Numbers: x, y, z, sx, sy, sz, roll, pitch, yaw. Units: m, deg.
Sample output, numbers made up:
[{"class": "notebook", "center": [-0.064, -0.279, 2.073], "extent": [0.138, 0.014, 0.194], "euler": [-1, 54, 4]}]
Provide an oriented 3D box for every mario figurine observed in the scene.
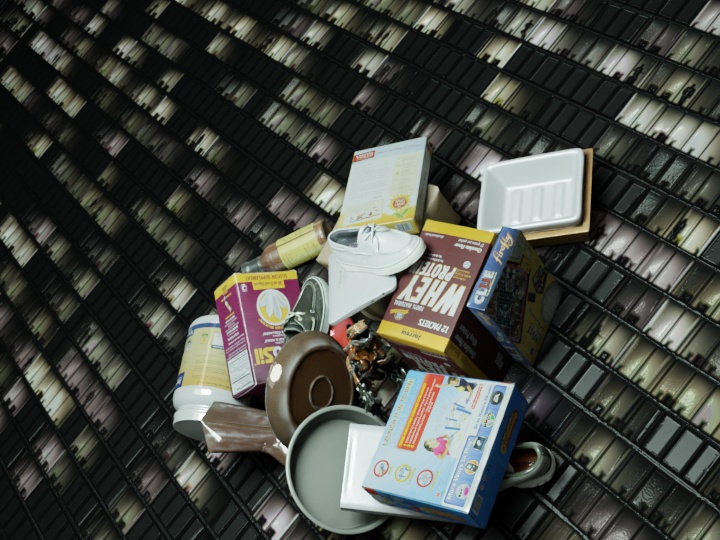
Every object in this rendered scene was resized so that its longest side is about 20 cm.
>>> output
[{"class": "mario figurine", "center": [-0.061, 0.109, 1.687], "extent": [0.199, 0.104, 0.126], "euler": [32, 118, 52]}]

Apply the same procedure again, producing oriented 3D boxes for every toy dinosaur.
[{"class": "toy dinosaur", "center": [0.021, 0.156, 1.506], "extent": [0.102, 0.200, 0.136], "euler": [-41, 63, 2]}]

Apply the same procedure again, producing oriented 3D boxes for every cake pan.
[{"class": "cake pan", "center": [-0.025, 0.317, 1.468], "extent": [0.196, 0.037, 0.204], "euler": [7, 64, -14]}]

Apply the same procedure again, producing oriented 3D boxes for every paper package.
[{"class": "paper package", "center": [0.050, -0.057, 1.641], "extent": [0.189, 0.103, 0.202], "euler": [19, 75, 40]}]

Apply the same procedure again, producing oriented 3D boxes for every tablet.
[{"class": "tablet", "center": [0.000, 0.000, 1.518], "extent": [0.129, 0.014, 0.201], "euler": [-30, 31, 17]}]

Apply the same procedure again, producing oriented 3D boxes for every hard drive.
[{"class": "hard drive", "center": [0.074, 0.312, 1.429], "extent": [0.196, 0.027, 0.134], "euler": [4, 62, 6]}]

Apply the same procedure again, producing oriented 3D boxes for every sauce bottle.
[{"class": "sauce bottle", "center": [-0.144, -0.035, 1.821], "extent": [0.197, 0.066, 0.067], "euler": [-23, 52, 21]}]

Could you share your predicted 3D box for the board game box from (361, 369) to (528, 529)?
[{"class": "board game box", "center": [0.123, 0.256, 1.357], "extent": [0.193, 0.056, 0.202], "euler": [2, 57, 41]}]

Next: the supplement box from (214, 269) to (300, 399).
[{"class": "supplement box", "center": [-0.170, 0.112, 1.645], "extent": [0.103, 0.129, 0.204], "euler": [-33, 66, 52]}]

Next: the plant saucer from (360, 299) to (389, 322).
[{"class": "plant saucer", "center": [0.073, 0.006, 1.674], "extent": [0.197, 0.029, 0.203], "euler": [-18, 54, 25]}]

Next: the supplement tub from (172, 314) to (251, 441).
[{"class": "supplement tub", "center": [-0.265, 0.201, 1.702], "extent": [0.142, 0.144, 0.204], "euler": [-9, 58, 29]}]

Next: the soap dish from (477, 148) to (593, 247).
[{"class": "soap dish", "center": [0.298, -0.113, 1.560], "extent": [0.197, 0.081, 0.160], "euler": [-7, 59, 30]}]

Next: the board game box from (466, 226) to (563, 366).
[{"class": "board game box", "center": [0.242, 0.043, 1.421], "extent": [0.034, 0.200, 0.137], "euler": [14, 70, 38]}]

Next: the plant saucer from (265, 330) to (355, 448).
[{"class": "plant saucer", "center": [-0.073, 0.202, 1.533], "extent": [0.032, 0.200, 0.203], "euler": [0, 62, 44]}]

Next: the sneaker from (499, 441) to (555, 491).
[{"class": "sneaker", "center": [0.187, 0.297, 1.361], "extent": [0.197, 0.080, 0.075], "euler": [-23, 58, 7]}]

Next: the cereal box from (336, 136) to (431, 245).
[{"class": "cereal box", "center": [0.044, -0.138, 1.587], "extent": [0.141, 0.040, 0.202], "euler": [-9, 46, 23]}]

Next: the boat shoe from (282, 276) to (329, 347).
[{"class": "boat shoe", "center": [-0.096, 0.099, 1.581], "extent": [0.070, 0.063, 0.204], "euler": [-15, 59, 38]}]

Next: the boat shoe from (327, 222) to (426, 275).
[{"class": "boat shoe", "center": [0.021, -0.043, 1.467], "extent": [0.072, 0.069, 0.198], "euler": [-51, 29, -20]}]

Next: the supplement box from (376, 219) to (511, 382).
[{"class": "supplement box", "center": [0.158, 0.064, 1.467], "extent": [0.131, 0.197, 0.203], "euler": [13, 71, 38]}]

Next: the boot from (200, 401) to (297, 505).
[{"class": "boot", "center": [-0.176, 0.309, 1.555], "extent": [0.196, 0.065, 0.189], "euler": [9, 44, -12]}]
